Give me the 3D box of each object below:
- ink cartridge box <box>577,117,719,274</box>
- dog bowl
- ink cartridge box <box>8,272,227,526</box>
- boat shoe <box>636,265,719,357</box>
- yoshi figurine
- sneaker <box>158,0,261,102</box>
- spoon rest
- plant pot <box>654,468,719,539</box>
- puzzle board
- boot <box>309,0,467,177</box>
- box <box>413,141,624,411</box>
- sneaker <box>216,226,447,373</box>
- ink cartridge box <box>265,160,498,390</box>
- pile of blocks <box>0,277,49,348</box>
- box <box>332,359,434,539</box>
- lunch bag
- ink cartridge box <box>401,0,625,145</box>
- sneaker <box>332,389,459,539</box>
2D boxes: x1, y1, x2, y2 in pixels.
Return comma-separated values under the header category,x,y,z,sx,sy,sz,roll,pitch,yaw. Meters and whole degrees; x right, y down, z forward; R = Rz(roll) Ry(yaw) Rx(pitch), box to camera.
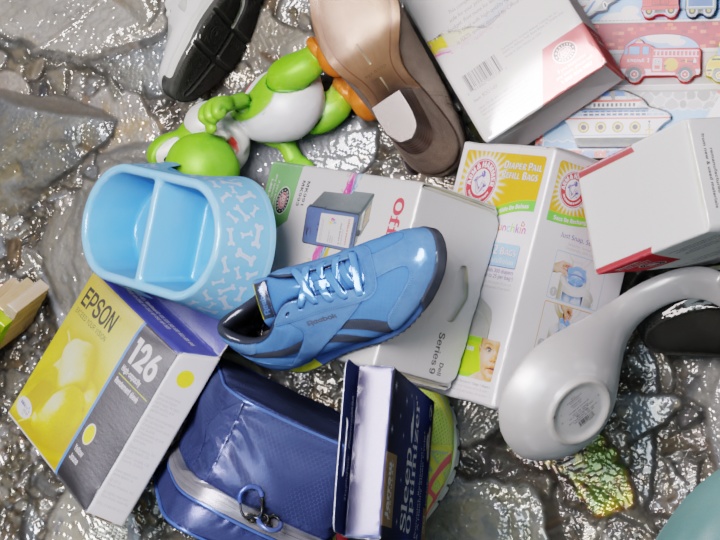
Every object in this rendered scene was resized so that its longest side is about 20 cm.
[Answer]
category,x,y,z,sx,sy,sz,roll,pitch,yaw
ink cartridge box,0.284,-0.057,1.333,0.200,0.144,0.084,-4,80,-27
dog bowl,-0.148,-0.028,1.425,0.200,0.050,0.112,15,94,48
ink cartridge box,-0.192,0.077,1.480,0.200,0.047,0.198,-61,33,4
boat shoe,0.309,0.037,1.391,0.201,0.074,0.063,-6,44,12
yoshi figurine,-0.083,-0.112,1.500,0.200,0.112,0.113,-27,85,13
sneaker,-0.145,-0.245,1.556,0.115,0.076,0.201,21,81,24
spoon rest,0.184,0.065,1.358,0.200,0.099,0.061,-36,34,-8
plant pot,0.298,0.234,1.322,0.200,0.201,0.161,22,79,16
puzzle board,0.240,-0.165,1.467,0.200,0.017,0.151,0,84,15
boot,0.026,-0.166,1.454,0.070,0.146,0.200,-21,85,16
box,0.127,0.009,1.411,0.112,0.101,0.200,11,86,54
sneaker,-0.024,0.020,1.313,0.200,0.078,0.066,-29,55,41
ink cartridge box,0.000,0.000,1.422,0.200,0.087,0.146,14,88,51
pile of blocks,-0.350,0.066,1.522,0.062,0.082,0.200,40,67,6
box,0.019,0.138,1.318,0.032,0.200,0.121,2,78,14
lunch bag,-0.079,0.163,1.416,0.136,0.200,0.132,26,93,-10
ink cartridge box,0.109,-0.209,1.470,0.116,0.067,0.200,-33,73,16
sneaker,0.024,0.176,1.446,0.078,0.090,0.200,13,86,16
